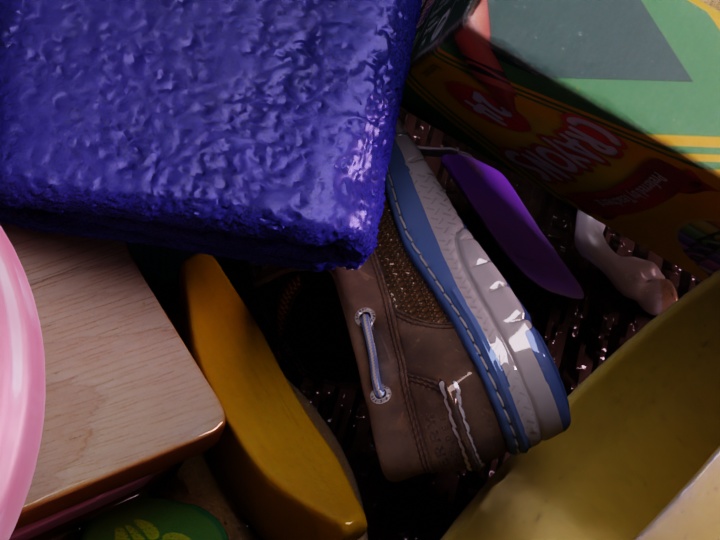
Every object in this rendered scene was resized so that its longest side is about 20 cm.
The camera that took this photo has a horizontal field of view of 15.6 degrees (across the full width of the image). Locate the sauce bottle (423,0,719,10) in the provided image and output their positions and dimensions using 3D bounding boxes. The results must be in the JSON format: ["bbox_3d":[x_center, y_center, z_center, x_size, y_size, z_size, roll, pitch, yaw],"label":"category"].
[{"bbox_3d":[0.097,-0.124,1.048,0.199,0.065,0.065,-4,52,-17],"label":"sauce bottle"}]

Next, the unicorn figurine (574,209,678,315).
[{"bbox_3d":[0.113,-0.055,0.998,0.199,0.074,0.138,-2,50,-38],"label":"unicorn figurine"}]

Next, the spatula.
[{"bbox_3d":[0.008,-0.056,0.992,0.200,0.021,0.056,39,12,26],"label":"spatula"}]

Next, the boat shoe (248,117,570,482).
[{"bbox_3d":[0.000,0.000,0.901,0.072,0.073,0.200,-25,34,-7],"label":"boat shoe"}]

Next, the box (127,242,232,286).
[{"bbox_3d":[-0.044,-0.099,0.951,0.049,0.082,0.201,16,64,2],"label":"box"}]

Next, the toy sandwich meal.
[{"bbox_3d":[-0.088,0.064,0.843,0.204,0.070,0.206,7,50,-8],"label":"toy sandwich meal"}]

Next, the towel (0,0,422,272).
[{"bbox_3d":[-0.048,-0.096,0.880,0.147,0.050,0.201,8,64,8],"label":"towel"}]

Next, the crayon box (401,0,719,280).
[{"bbox_3d":[0.114,-0.041,0.879,0.199,0.127,0.051,29,79,-7],"label":"crayon box"}]

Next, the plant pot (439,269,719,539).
[{"bbox_3d":[0.119,0.107,0.800,0.142,0.200,0.200,45,52,-6],"label":"plant pot"}]

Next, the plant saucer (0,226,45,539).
[{"bbox_3d":[-0.196,0.040,0.792,0.199,0.051,0.202,-5,69,14],"label":"plant saucer"}]
